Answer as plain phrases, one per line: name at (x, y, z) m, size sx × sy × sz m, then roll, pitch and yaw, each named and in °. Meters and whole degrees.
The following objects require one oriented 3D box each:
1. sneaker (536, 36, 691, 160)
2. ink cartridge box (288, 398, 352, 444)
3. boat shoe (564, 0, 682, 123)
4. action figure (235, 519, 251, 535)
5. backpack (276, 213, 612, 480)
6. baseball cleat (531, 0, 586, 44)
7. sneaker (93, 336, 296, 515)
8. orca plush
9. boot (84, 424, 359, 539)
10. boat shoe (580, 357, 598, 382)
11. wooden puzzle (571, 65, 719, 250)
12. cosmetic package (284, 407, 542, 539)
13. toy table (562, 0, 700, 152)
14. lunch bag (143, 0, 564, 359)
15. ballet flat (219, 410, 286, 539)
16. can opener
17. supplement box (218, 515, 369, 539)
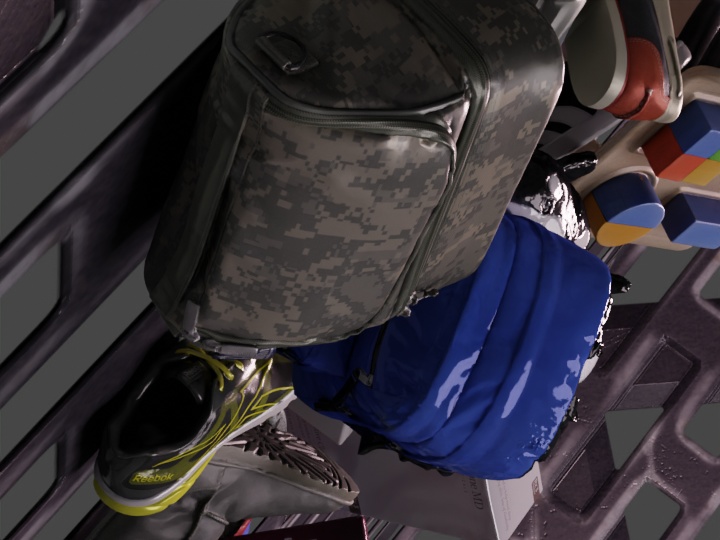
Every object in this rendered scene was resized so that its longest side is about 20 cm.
sneaker at (0.114, -0.126, 1.368) m, size 0.200 × 0.112 × 0.073 m, roll -35°, pitch -179°, yaw 27°
ink cartridge box at (0.019, 0.012, 1.519) m, size 0.200 × 0.083 × 0.147 m, roll -49°, pitch 169°, yaw -23°
boat shoe at (0.167, -0.186, 1.306) m, size 0.071 × 0.063 × 0.200 m, roll -42°, pitch -135°, yaw 51°
action figure at (-0.100, 0.182, 1.587) m, size 0.052 × 0.065 × 0.200 m, roll -3°, pitch 124°, yaw -40°
backpack at (0.039, 0.036, 1.184) m, size 0.200 × 0.168 × 0.163 m, roll 17°, pitch -92°, yaw 66°
baseball cleat at (0.094, -0.134, 1.261) m, size 0.200 × 0.070 × 0.106 m, roll -54°, pitch 176°, yaw 20°
sneaker at (-0.086, 0.067, 1.254) m, size 0.200 × 0.074 × 0.085 m, roll -50°, pitch 169°, yaw -19°
orca plush at (0.140, -0.040, 1.332) m, size 0.071 × 0.105 × 0.200 m, roll -45°, pitch 138°, yaw 1°
boot at (-0.117, 0.195, 1.384) m, size 0.200 × 0.182 × 0.073 m, roll -63°, pitch -150°, yaw 12°
boat shoe at (0.114, 0.010, 1.535) m, size 0.071 × 0.091 × 0.200 m, roll -52°, pitch 143°, yaw -23°
wooden puzzle at (0.233, -0.064, 1.421) m, size 0.185 × 0.046 × 0.200 m, roll 6°, pitch 146°, yaw -43°
cosmetic package at (0.035, 0.135, 1.601) m, size 0.081 × 0.200 × 0.113 m, roll -46°, pitch 132°, yaw -41°
toy table at (0.158, -0.156, 1.492) m, size 0.184 × 0.117 × 0.200 m, roll -56°, pitch 171°, yaw 16°
lunch bag at (-0.016, -0.058, 1.008) m, size 0.168 × 0.139 × 0.200 m, roll -23°, pitch 152°, yaw -35°
ballet flat at (-0.097, 0.148, 1.460) m, size 0.072 × 0.072 × 0.200 m, roll -46°, pitch 169°, yaw -34°
can opener at (0.234, -0.132, 1.429) m, size 0.079 × 0.063 × 0.200 m, roll -23°, pitch 152°, yaw -15°
supplement box at (-0.085, 0.251, 1.473) m, size 0.200 × 0.110 × 0.086 m, roll -10°, pitch 165°, yaw -1°
